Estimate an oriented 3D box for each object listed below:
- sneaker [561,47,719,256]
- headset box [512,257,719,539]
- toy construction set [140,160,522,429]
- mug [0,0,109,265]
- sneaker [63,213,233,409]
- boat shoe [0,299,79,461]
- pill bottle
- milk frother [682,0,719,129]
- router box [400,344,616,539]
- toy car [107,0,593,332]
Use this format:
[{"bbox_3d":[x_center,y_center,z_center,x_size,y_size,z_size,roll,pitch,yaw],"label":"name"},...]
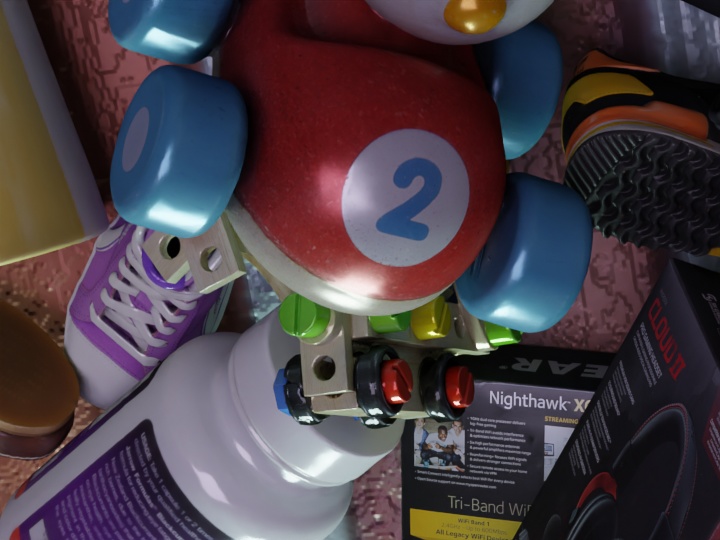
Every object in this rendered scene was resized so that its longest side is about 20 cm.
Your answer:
[{"bbox_3d":[0.176,-0.041,0.944,0.199,0.090,0.070,19,130,-18],"label":"sneaker"},{"bbox_3d":[0.137,0.104,0.895,0.075,0.149,0.201,18,117,-17],"label":"headset box"},{"bbox_3d":[0.000,0.000,0.933,0.092,0.199,0.132,-11,80,40],"label":"toy construction set"},{"bbox_3d":[-0.197,-0.076,1.000,0.149,0.186,0.154,-14,97,-22],"label":"mug"},{"bbox_3d":[-0.095,-0.001,1.019,0.073,0.114,0.201,35,117,1],"label":"sneaker"},{"bbox_3d":[-0.224,0.039,1.096,0.200,0.070,0.071,32,133,19],"label":"boat shoe"},{"bbox_3d":[-0.073,0.099,1.034,0.112,0.111,0.200,48,124,-3],"label":"pill bottle"},{"bbox_3d":[0.135,-0.170,0.836,0.188,0.200,0.181,29,113,6],"label":"milk frother"},{"bbox_3d":[0.118,0.120,1.026,0.199,0.052,0.158,5,110,16],"label":"router box"},{"bbox_3d":[0.027,-0.102,0.822,0.183,0.178,0.200,15,137,-23],"label":"toy car"}]
